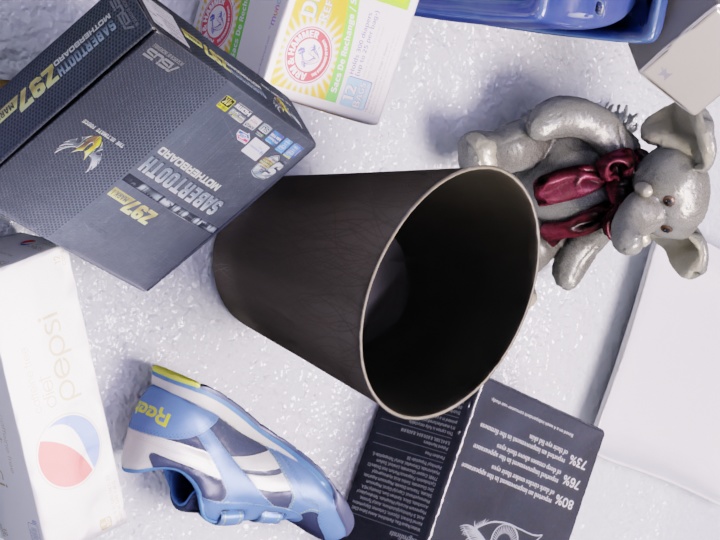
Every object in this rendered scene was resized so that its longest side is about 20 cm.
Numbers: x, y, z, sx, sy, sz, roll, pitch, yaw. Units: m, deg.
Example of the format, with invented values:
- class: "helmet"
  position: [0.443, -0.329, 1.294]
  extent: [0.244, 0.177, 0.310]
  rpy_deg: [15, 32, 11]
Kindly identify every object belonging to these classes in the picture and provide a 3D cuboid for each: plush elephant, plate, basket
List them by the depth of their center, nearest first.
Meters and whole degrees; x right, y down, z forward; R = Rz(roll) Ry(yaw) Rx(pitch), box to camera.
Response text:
- class: "basket"
  position: [0.000, 0.000, 1.560]
  extent: [0.136, 0.199, 0.181]
  rpy_deg: [45, 71, -35]
- class: "plush elephant"
  position: [0.195, -0.057, 1.729]
  extent: [0.200, 0.154, 0.166]
  rpy_deg: [-36, 129, -34]
- class: "plate"
  position: [0.279, 0.082, 1.908]
  extent: [0.199, 0.032, 0.201]
  rpy_deg: [23, 83, -39]

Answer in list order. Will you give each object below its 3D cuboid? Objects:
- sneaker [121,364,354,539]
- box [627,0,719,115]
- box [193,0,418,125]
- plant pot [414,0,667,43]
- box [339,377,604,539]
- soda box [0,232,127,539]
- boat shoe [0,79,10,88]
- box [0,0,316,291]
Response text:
- class: "sneaker"
  position: [-0.089, 0.146, 1.598]
  extent: [0.200, 0.074, 0.083]
  rpy_deg: [37, 76, -29]
- class: "box"
  position: [0.236, -0.215, 1.716]
  extent: [0.082, 0.201, 0.068]
  rpy_deg: [-40, 126, 24]
- class: "box"
  position: [-0.026, -0.215, 1.549]
  extent: [0.112, 0.101, 0.202]
  rpy_deg: [12, 100, -39]
- class: "plant pot"
  position: [0.123, -0.266, 1.626]
  extent: [0.179, 0.199, 0.202]
  rpy_deg: [9, 92, -46]
- class: "box"
  position: [0.076, 0.184, 1.713]
  extent: [0.147, 0.104, 0.202]
  rpy_deg: [26, 81, -39]
- class: "soda box"
  position: [-0.214, 0.082, 1.489]
  extent: [0.068, 0.063, 0.202]
  rpy_deg: [-22, 111, -34]
- class: "boat shoe"
  position: [-0.263, -0.087, 1.415]
  extent: [0.199, 0.073, 0.066]
  rpy_deg: [-3, 94, -39]
- class: "box"
  position: [-0.141, -0.079, 1.430]
  extent: [0.157, 0.051, 0.200]
  rpy_deg: [-38, 147, 12]
